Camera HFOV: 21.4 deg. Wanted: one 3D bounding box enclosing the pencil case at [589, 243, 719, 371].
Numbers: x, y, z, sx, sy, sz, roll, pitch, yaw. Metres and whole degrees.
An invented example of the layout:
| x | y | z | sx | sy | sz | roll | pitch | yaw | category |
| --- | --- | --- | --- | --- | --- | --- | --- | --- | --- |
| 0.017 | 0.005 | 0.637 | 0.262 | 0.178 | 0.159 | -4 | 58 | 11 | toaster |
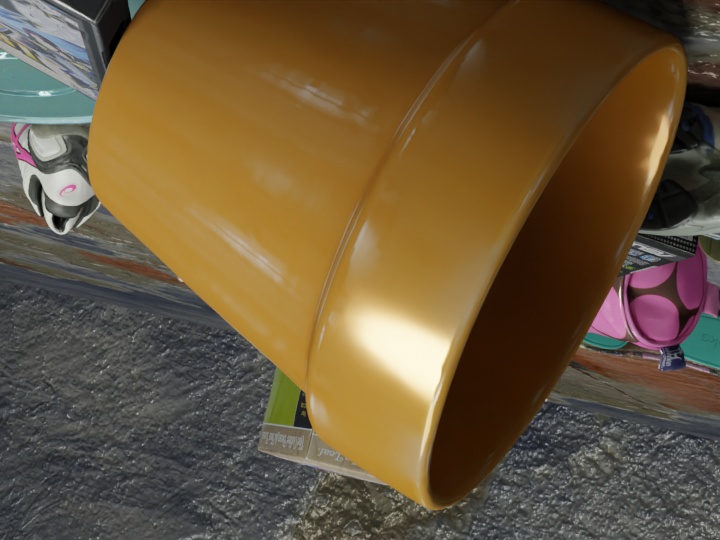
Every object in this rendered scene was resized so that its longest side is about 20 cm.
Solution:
| x | y | z | sx | sy | sz | roll | pitch | yaw | category |
| --- | --- | --- | --- | --- | --- | --- | --- | --- | --- |
| 0.132 | 0.005 | 1.239 | 0.093 | 0.092 | 0.199 | 2 | -174 | -41 | pencil case |

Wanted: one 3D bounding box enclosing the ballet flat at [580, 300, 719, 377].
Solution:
| x | y | z | sx | sy | sz | roll | pitch | yaw | category |
| --- | --- | --- | --- | --- | --- | --- | --- | --- | --- |
| 0.202 | 0.028 | 1.401 | 0.198 | 0.070 | 0.071 | 15 | -167 | -12 | ballet flat |

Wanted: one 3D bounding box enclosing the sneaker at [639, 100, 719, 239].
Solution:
| x | y | z | sx | sy | sz | roll | pitch | yaw | category |
| --- | --- | --- | --- | --- | --- | --- | --- | --- | --- |
| 0.197 | -0.038 | 0.823 | 0.085 | 0.078 | 0.199 | 7 | -172 | -41 | sneaker |

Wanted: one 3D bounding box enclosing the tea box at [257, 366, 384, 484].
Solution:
| x | y | z | sx | sy | sz | roll | pitch | yaw | category |
| --- | --- | --- | --- | --- | --- | --- | --- | --- | --- |
| 0.012 | 0.077 | 1.610 | 0.133 | 0.198 | 0.200 | 16 | 174 | -13 | tea box |

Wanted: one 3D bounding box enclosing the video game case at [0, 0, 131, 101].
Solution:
| x | y | z | sx | sy | sz | roll | pitch | yaw | category |
| --- | --- | --- | --- | --- | --- | --- | --- | --- | --- |
| -0.180 | -0.135 | 0.750 | 0.199 | 0.026 | 0.181 | 30 | 173 | -2 | video game case |

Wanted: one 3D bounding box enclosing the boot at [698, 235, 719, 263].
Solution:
| x | y | z | sx | sy | sz | roll | pitch | yaw | category |
| --- | --- | --- | --- | --- | --- | --- | --- | --- | --- |
| 0.296 | 0.008 | 0.996 | 0.199 | 0.067 | 0.175 | 21 | -176 | -39 | boot |

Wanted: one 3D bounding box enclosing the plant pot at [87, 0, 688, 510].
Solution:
| x | y | z | sx | sy | sz | roll | pitch | yaw | category |
| --- | --- | --- | --- | --- | --- | --- | --- | --- | --- |
| 0.001 | -0.038 | 0.751 | 0.182 | 0.201 | 0.200 | 29 | 178 | 18 | plant pot |

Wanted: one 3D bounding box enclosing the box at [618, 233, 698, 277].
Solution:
| x | y | z | sx | sy | sz | roll | pitch | yaw | category |
| --- | --- | --- | --- | --- | --- | --- | --- | --- | --- |
| 0.063 | -0.043 | 1.047 | 0.199 | 0.045 | 0.160 | 17 | 165 | -21 | box |

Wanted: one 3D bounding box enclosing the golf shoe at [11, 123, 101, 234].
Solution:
| x | y | z | sx | sy | sz | roll | pitch | yaw | category |
| --- | --- | --- | --- | --- | --- | --- | --- | --- | --- |
| -0.205 | -0.072 | 1.288 | 0.072 | 0.093 | 0.200 | 14 | 175 | -10 | golf shoe |

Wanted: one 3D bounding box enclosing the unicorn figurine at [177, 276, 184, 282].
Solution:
| x | y | z | sx | sy | sz | roll | pitch | yaw | category |
| --- | --- | --- | --- | --- | --- | --- | --- | --- | --- |
| 0.000 | 0.000 | 1.052 | 0.199 | 0.074 | 0.137 | 19 | -177 | 35 | unicorn figurine |

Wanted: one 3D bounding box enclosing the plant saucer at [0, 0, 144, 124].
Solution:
| x | y | z | sx | sy | sz | roll | pitch | yaw | category |
| --- | --- | --- | --- | --- | --- | --- | --- | --- | --- |
| -0.168 | -0.108 | 0.957 | 0.198 | 0.028 | 0.200 | 0 | 168 | 0 | plant saucer |
